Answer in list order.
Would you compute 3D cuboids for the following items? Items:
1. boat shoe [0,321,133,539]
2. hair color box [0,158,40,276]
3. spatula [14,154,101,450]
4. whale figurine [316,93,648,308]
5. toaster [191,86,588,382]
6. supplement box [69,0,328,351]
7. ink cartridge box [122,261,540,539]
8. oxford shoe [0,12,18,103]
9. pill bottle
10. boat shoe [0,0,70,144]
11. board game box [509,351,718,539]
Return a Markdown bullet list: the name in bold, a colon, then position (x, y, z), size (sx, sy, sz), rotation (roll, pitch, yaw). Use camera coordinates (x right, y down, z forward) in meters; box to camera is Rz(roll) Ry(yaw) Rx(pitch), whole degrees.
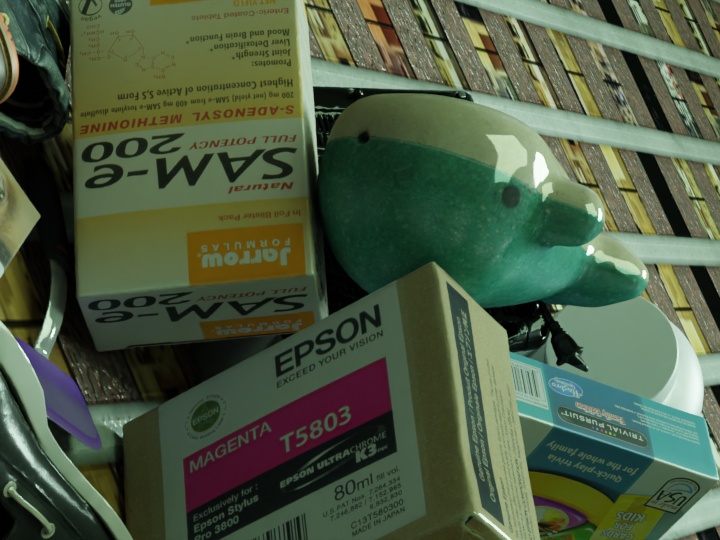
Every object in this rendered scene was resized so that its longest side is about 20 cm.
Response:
- **boat shoe**: position (-0.157, 0.099, 1.170), size (0.060, 0.074, 0.200), rotation (-46, 133, -27)
- **hair color box**: position (-0.236, -0.072, 1.191), size (0.200, 0.065, 0.109), rotation (58, 20, -17)
- **spatula**: position (-0.157, 0.012, 1.337), size (0.057, 0.020, 0.201), rotation (42, 28, -41)
- **whale figurine**: position (0.062, -0.015, 1.372), size (0.200, 0.159, 0.104), rotation (32, 71, -41)
- **toaster**: position (0.000, 0.000, 1.485), size (0.180, 0.119, 0.201), rotation (-2, 59, -30)
- **supplement box**: position (-0.087, -0.065, 1.385), size (0.074, 0.125, 0.201), rotation (80, 4, -64)
- **ink cartridge box**: position (-0.018, 0.113, 1.289), size (0.075, 0.199, 0.165), rotation (43, 27, -40)
- **oxford shoe**: position (-0.247, -0.148, 1.261), size (0.200, 0.071, 0.073), rotation (47, 26, -12)
- **pill bottle**: position (0.147, 0.091, 1.572), size (0.200, 0.112, 0.113), rotation (83, -8, -62)
- **boat shoe**: position (-0.210, -0.153, 1.341), size (0.200, 0.071, 0.091), rotation (47, 21, -41)
- **board game box**: position (0.074, 0.135, 1.420), size (0.150, 0.200, 0.047), rotation (19, 40, -25)
